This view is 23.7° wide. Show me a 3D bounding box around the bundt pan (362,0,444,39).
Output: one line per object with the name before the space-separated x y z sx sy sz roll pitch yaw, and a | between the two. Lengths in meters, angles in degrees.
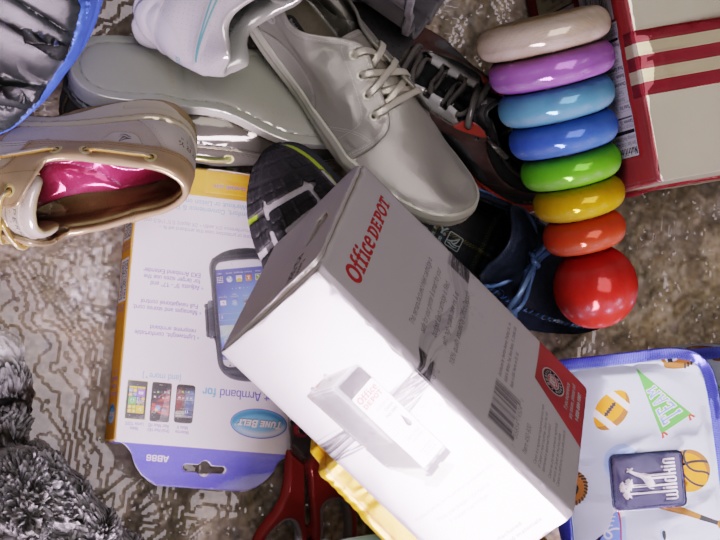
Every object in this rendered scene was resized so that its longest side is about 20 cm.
bundt pan | 0.042 -0.252 1.082 0.076 0.202 0.202 27 77 5

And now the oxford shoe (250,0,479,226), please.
oxford shoe | 0.004 -0.111 1.073 0.200 0.058 0.075 51 47 5

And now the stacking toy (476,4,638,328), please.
stacking toy | 0.133 -0.060 1.076 0.085 0.085 0.201 -16 99 -18

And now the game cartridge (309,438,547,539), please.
game cartridge | 0.048 0.148 1.060 0.200 0.176 0.032 44 103 -8

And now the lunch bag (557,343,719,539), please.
lunch bag | 0.213 0.133 1.122 0.199 0.124 0.171 -1 82 -28

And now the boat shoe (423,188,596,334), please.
boat shoe | 0.085 -0.008 1.135 0.199 0.069 0.084 21 79 -15

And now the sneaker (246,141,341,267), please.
sneaker | 0.000 0.000 1.086 0.074 0.081 0.200 -29 107 21

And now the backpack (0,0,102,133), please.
backpack | -0.239 -0.194 0.994 0.200 0.163 0.168 32 36 -9

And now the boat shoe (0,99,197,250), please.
boat shoe | -0.194 -0.049 1.022 0.199 0.069 0.074 -14 132 1

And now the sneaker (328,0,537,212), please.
sneaker | 0.063 -0.116 1.131 0.200 0.082 0.077 33 76 -12

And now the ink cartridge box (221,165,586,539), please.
ink cartridge box | 0.030 0.057 0.980 0.200 0.147 0.083 45 115 -11

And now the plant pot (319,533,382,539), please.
plant pot | -0.017 0.230 1.022 0.199 0.200 0.135 -7 78 -18

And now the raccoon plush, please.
raccoon plush | -0.162 0.135 1.037 0.134 0.097 0.201 4 83 -25

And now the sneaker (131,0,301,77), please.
sneaker | -0.053 -0.204 1.039 0.080 0.070 0.201 35 94 27

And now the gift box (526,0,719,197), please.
gift box | 0.234 -0.154 1.137 0.186 0.184 0.201 -9 94 -16

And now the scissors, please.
scissors | -0.031 0.108 1.078 0.073 0.014 0.201 -1 106 -23

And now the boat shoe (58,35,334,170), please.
boat shoe | -0.091 -0.100 1.093 0.201 0.060 0.072 8 51 -19

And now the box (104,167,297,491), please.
box | -0.095 0.037 1.091 0.119 0.041 0.201 7 85 -17
